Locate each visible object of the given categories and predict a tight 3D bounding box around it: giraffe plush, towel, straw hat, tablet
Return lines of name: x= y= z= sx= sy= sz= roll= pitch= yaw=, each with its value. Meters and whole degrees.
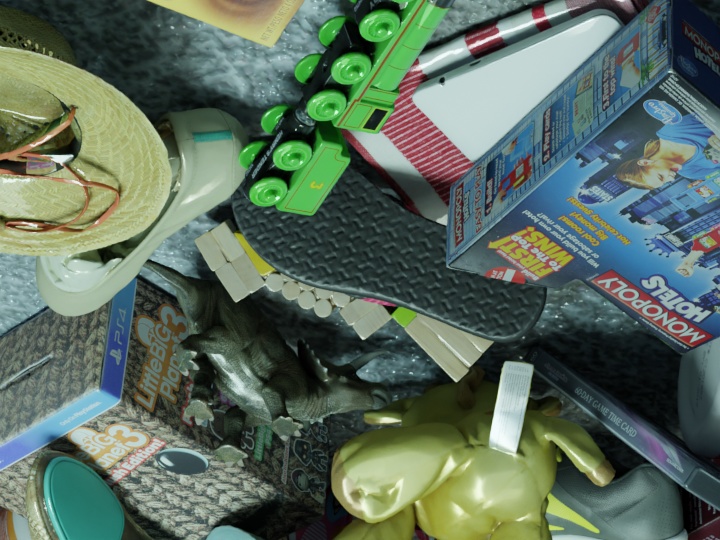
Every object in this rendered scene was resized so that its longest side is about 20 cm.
giraffe plush: x=0.062 y=0.130 z=1.431 sx=0.172 sy=0.162 sz=0.201 roll=26 pitch=101 yaw=-7
towel: x=0.094 y=-0.086 z=1.268 sx=0.199 sy=0.023 sz=0.144 roll=-19 pitch=137 yaw=26
straw hat: x=-0.195 y=-0.095 z=1.227 sx=0.200 sy=0.085 sz=0.201 roll=2 pitch=148 yaw=1
tablet: x=0.134 y=-0.064 z=1.265 sx=0.130 sy=0.014 sz=0.200 roll=-20 pitch=135 yaw=29

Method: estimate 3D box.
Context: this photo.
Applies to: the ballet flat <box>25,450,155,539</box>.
ballet flat: x=-0.173 y=0.183 z=1.447 sx=0.065 sy=0.071 sz=0.200 roll=-3 pitch=141 yaw=32

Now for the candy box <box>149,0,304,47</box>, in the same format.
candy box: x=-0.107 y=-0.196 z=1.114 sx=0.199 sy=0.057 sz=0.117 roll=20 pitch=140 yaw=-19

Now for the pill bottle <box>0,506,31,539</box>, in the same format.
pill bottle: x=-0.230 y=0.222 z=1.623 sx=0.112 sy=0.113 sz=0.200 roll=19 pitch=140 yaw=-20

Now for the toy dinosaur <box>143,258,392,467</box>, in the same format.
toy dinosaur: x=-0.077 y=0.055 z=1.412 sx=0.200 sy=0.102 sz=0.077 roll=37 pitch=123 yaw=-16

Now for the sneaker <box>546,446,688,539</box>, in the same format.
sneaker: x=0.137 y=0.157 z=1.555 sx=0.199 sy=0.085 sz=0.074 roll=3 pitch=-170 yaw=27

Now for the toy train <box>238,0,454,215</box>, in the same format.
toy train: x=-0.004 y=-0.104 z=1.219 sx=0.056 sy=0.042 sz=0.200 roll=9 pitch=134 yaw=-32

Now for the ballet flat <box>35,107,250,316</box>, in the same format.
ballet flat: x=-0.146 y=-0.032 z=1.316 sx=0.069 sy=0.070 sz=0.200 roll=28 pitch=130 yaw=-29

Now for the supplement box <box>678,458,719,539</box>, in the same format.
supplement box: x=0.239 y=0.203 z=1.604 sx=0.109 sy=0.061 sz=0.200 roll=28 pitch=136 yaw=-27

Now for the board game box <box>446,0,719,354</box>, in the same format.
board game box: x=0.155 y=-0.039 z=1.234 sx=0.199 sy=0.062 sz=0.200 roll=-27 pitch=132 yaw=36

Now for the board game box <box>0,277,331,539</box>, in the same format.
board game box: x=-0.144 y=0.110 z=1.481 sx=0.200 sy=0.097 sz=0.159 roll=33 pitch=134 yaw=-33

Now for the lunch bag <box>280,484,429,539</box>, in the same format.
lunch bag: x=-0.021 y=0.263 z=1.585 sx=0.082 sy=0.201 sz=0.176 roll=18 pitch=141 yaw=-30

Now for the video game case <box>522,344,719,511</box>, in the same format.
video game case: x=0.201 y=0.119 z=1.414 sx=0.143 sy=0.200 sz=0.019 roll=32 pitch=94 yaw=-32

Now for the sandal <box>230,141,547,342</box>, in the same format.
sandal: x=0.013 y=-0.011 z=1.308 sx=0.199 sy=0.075 sz=0.045 roll=24 pitch=176 yaw=4

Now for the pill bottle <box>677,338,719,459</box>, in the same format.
pill bottle: x=0.307 y=0.076 z=1.392 sx=0.199 sy=0.109 sz=0.109 roll=9 pitch=142 yaw=-8

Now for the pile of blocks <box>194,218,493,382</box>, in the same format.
pile of blocks: x=0.000 y=0.000 z=1.367 sx=0.199 sy=0.082 sz=0.062 roll=19 pitch=-174 yaw=2

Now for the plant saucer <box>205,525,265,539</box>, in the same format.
plant saucer: x=-0.040 y=0.254 z=1.459 sx=0.039 sy=0.201 sz=0.201 roll=-21 pitch=152 yaw=-27
